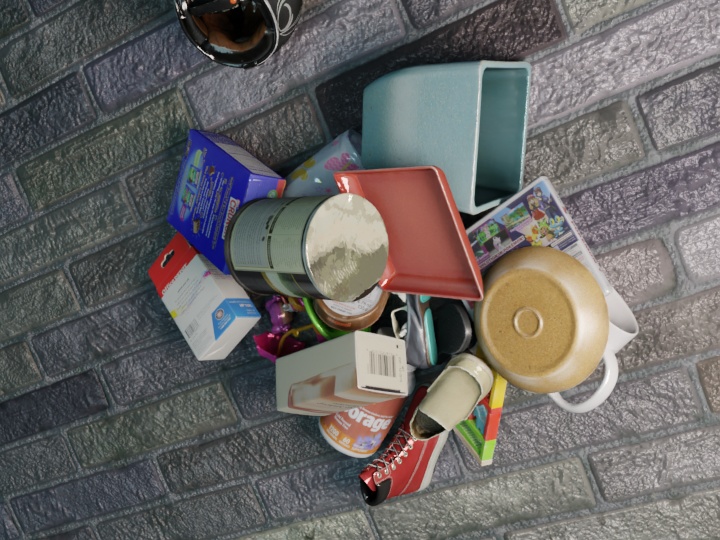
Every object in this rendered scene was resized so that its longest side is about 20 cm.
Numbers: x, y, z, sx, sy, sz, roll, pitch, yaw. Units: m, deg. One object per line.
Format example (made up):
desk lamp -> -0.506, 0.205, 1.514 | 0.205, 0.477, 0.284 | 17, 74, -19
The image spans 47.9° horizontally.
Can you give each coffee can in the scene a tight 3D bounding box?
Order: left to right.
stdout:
coffee can -> -0.080, -0.033, 1.146 | 0.200, 0.146, 0.147 | 3, 107, 49

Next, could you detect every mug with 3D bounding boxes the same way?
mug -> 0.296, 0.110, 1.169 | 0.175, 0.147, 0.200 | -48, 43, 26

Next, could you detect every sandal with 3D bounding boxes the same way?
sandal -> 0.143, 0.097, 1.233 | 0.048, 0.200, 0.076 | -2, 76, -10

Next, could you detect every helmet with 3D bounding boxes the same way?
helmet -> -0.175, -0.418, 1.193 | 0.199, 0.191, 0.200 | 5, 142, 4

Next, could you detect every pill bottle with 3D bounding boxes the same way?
pill bottle -> 0.020, 0.197, 1.321 | 0.112, 0.112, 0.201 | 31, 111, 9

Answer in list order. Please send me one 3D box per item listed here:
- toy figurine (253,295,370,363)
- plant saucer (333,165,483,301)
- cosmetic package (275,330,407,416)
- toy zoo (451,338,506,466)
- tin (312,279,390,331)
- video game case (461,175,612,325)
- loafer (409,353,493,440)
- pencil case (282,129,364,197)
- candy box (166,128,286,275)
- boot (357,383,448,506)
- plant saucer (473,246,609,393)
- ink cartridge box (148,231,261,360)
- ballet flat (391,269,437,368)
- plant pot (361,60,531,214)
toy figurine -> -0.107, 0.072, 1.338 | 0.184, 0.150, 0.201 | -32, 69, 33
plant saucer -> 0.071, -0.057, 1.108 | 0.200, 0.037, 0.200 | 5, 126, 49
cosmetic package -> -0.032, 0.160, 1.225 | 0.200, 0.103, 0.088 | -24, 62, 47
toy zoo -> 0.177, 0.181, 1.248 | 0.020, 0.131, 0.201 | -7, 119, -21
tin -> 0.000, 0.000, 1.247 | 0.111, 0.201, 0.042 | 21, 150, 5
video game case -> 0.221, -0.001, 1.126 | 0.200, 0.023, 0.183 | -37, 72, 33
loafer -> 0.131, 0.197, 1.198 | 0.076, 0.068, 0.200 | 34, 138, 7
pencil case -> -0.061, -0.137, 1.283 | 0.200, 0.083, 0.091 | -32, 130, 22
candy box -> -0.219, -0.111, 1.300 | 0.200, 0.077, 0.170 | 39, 117, 42
boot -> 0.065, 0.283, 1.306 | 0.072, 0.144, 0.201 | 28, 113, 42
plant saucer -> 0.231, 0.068, 1.087 | 0.199, 0.035, 0.201 | 3, 95, 38
ink cartridge box -> -0.271, 0.041, 1.386 | 0.116, 0.067, 0.200 | -46, 65, 23
ballet flat -> 0.078, 0.050, 1.222 | 0.073, 0.073, 0.201 | 0, 98, 19
plant pot -> 0.112, -0.200, 1.157 | 0.199, 0.196, 0.197 | 9, 107, 30
